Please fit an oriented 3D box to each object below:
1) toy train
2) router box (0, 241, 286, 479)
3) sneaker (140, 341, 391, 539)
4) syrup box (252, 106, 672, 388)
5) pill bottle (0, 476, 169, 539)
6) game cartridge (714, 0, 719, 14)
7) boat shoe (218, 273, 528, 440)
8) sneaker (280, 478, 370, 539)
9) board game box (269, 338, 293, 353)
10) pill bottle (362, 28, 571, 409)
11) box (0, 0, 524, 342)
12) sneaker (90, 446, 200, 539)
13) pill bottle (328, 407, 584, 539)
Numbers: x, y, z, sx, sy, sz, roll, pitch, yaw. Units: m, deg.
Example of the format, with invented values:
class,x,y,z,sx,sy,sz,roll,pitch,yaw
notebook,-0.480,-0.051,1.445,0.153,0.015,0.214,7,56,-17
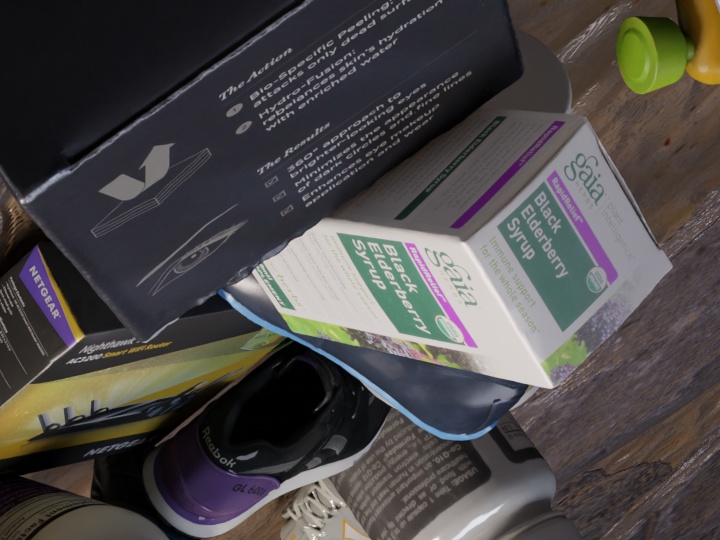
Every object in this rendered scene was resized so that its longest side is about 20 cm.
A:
class,x,y,z,sx,sy,sz,roll,pitch,yaw
toy train,0.178,-0.109,1.286,0.116,0.200,0.085,-15,-166,-24
router box,-0.127,0.040,1.276,0.157,0.052,0.200,-40,163,33
sneaker,-0.025,0.071,1.402,0.200,0.076,0.088,-37,173,-47
syrup box,0.029,-0.016,1.103,0.081,0.079,0.200,-44,-153,-20
pill bottle,-0.162,0.162,1.291,0.112,0.200,0.113,-10,105,-43
game cartridge,0.222,-0.166,1.233,0.133,0.200,0.041,-29,-161,-13
boat shoe,0.000,0.000,1.252,0.069,0.200,0.084,-41,-154,41
sneaker,-0.014,0.161,1.768,0.092,0.076,0.200,-30,160,-2
board game box,-0.011,-0.002,1.450,0.200,0.023,0.105,-27,162,-26
pill bottle,0.053,-0.026,1.331,0.120,0.120,0.200,-28,148,-23
box,-0.055,-0.094,0.995,0.197,0.117,0.200,-35,163,-3
sneaker,-0.129,0.149,1.434,0.082,0.073,0.200,-60,-175,12
pill bottle,0.044,0.118,1.556,0.113,0.200,0.113,-31,161,-12
